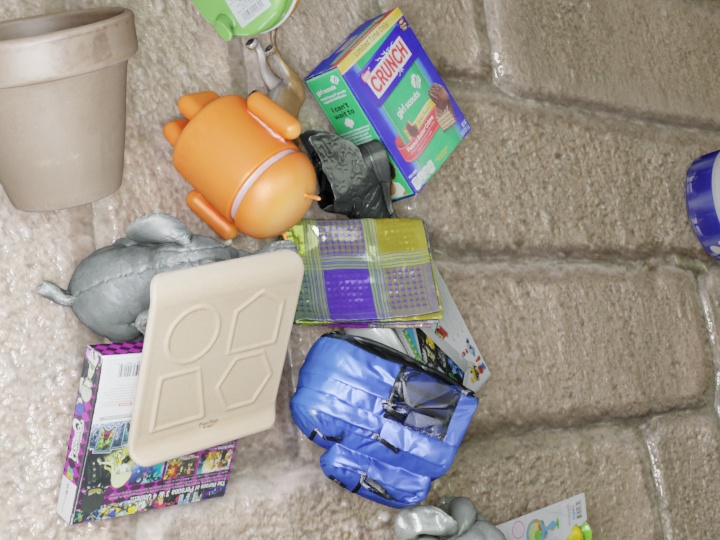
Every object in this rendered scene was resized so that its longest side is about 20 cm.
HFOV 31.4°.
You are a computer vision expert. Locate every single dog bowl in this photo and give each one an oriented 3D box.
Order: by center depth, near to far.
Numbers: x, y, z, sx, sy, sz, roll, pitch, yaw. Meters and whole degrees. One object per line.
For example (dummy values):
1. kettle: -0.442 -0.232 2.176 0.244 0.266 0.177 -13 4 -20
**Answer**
1. dog bowl: 0.671 -0.120 2.303 0.199 0.078 0.203 15 69 -43

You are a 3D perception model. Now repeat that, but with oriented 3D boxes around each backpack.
1. backpack: 0.013 0.169 1.469 0.198 0.163 0.169 27 71 0

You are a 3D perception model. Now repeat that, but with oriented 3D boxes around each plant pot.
1. plant pot: -0.305 -0.157 1.267 0.199 0.199 0.177 -28 116 -45

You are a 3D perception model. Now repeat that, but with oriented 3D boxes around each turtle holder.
1. turtle holder: -0.147 -0.367 1.525 0.184 0.142 0.132 32 28 13

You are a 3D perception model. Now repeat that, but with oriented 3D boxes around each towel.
1. towel: 0.000 0.000 1.564 0.197 0.023 0.145 1 68 -16

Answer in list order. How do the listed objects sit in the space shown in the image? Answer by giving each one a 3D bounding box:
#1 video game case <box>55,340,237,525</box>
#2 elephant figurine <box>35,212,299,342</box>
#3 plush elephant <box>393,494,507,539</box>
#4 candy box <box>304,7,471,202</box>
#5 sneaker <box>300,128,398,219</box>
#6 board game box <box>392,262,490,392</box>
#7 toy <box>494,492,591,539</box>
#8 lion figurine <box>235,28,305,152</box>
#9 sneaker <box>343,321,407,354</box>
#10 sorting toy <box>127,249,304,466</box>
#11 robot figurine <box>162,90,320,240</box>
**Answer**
1. video game case: -0.205 0.159 1.311 0.199 0.036 0.183 -3 112 -45
2. elephant figurine: -0.193 0.001 1.303 0.142 0.199 0.156 53 41 -18
3. plush elephant: 0.094 0.354 1.542 0.153 0.200 0.167 8 80 -24
4. candy box: 0.039 -0.219 1.694 0.201 0.077 0.169 55 47 -17
5. sneaker: -0.011 -0.090 1.620 0.103 0.060 0.202 -20 113 -23
6. board game box: 0.090 0.088 1.690 0.126 0.034 0.202 -40 107 -44
7. toy: 0.232 0.379 1.737 0.198 0.047 0.117 -9 97 -36
8. lion figurine: -0.099 -0.198 1.554 0.123 0.072 0.202 48 45 -35
9. sneaker: 0.016 0.133 1.587 0.088 0.075 0.201 -34 98 -19
10. sorting toy: -0.146 0.082 1.272 0.184 0.036 0.202 -12 122 -42
11. robot figurine: -0.131 -0.115 1.437 0.200 0.117 0.144 43 80 15
